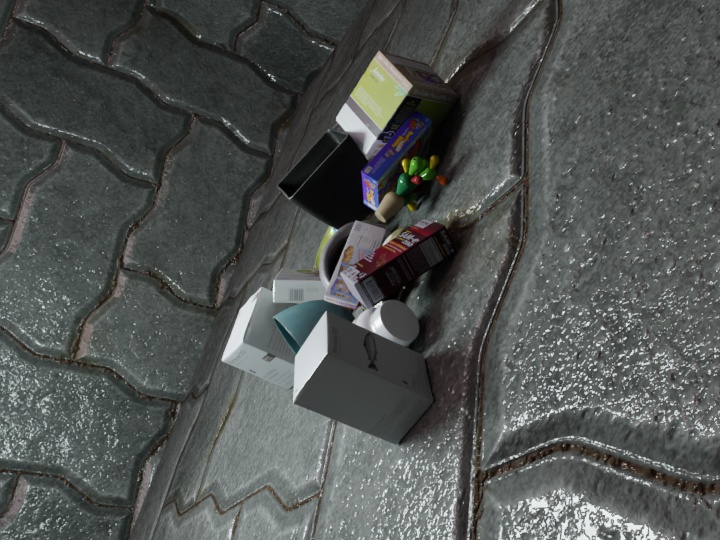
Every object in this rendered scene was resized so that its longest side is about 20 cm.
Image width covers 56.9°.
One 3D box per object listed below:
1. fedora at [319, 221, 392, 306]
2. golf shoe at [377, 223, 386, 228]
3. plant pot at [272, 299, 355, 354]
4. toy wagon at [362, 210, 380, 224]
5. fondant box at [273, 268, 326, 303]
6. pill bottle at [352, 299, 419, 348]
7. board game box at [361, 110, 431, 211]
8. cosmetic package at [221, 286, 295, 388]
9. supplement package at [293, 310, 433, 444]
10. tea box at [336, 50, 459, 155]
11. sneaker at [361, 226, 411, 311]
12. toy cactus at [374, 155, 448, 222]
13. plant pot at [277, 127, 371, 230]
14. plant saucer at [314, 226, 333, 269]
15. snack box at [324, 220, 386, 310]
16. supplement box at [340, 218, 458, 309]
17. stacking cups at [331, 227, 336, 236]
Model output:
[{"bbox_3d":[0.000,0.000,1.461,0.090,0.176,0.201,89,-168,-58],"label":"fedora"},{"bbox_3d":[0.002,-0.059,1.619,0.200,0.075,0.092,-46,22,40],"label":"golf shoe"},{"bbox_3d":[-0.075,0.140,1.423,0.135,0.200,0.200,-37,13,-14],"label":"plant pot"},{"bbox_3d":[0.047,-0.187,1.672,0.155,0.040,0.200,-39,24,19],"label":"toy wagon"},{"bbox_3d":[-0.135,0.036,1.644,0.200,0.144,0.058,-99,10,-81],"label":"fondant box"},{"bbox_3d":[0.019,0.141,1.235,0.200,0.112,0.113,-47,25,42],"label":"pill bottle"},{"bbox_3d":[0.082,-0.243,1.494,0.200,0.045,0.135,-50,-18,-17],"label":"board game box"},{"bbox_3d":[-0.218,0.176,1.702,0.165,0.200,0.165,-40,29,52],"label":"cosmetic package"},{"bbox_3d":[0.002,0.177,1.092,0.117,0.200,0.117,-55,21,26],"label":"supplement package"},{"bbox_3d":[0.088,-0.380,1.553,0.134,0.200,0.197,52,123,22],"label":"tea box"},{"bbox_3d":[0.077,0.010,1.345,0.089,0.077,0.201,22,92,59],"label":"sneaker"},{"bbox_3d":[0.100,-0.166,1.425,0.165,0.102,0.200,-49,1,-12],"label":"toy cactus"},{"bbox_3d":[-0.059,-0.206,1.608,0.200,0.177,0.200,-48,23,1],"label":"plant pot"},{"bbox_3d":[-0.070,-0.083,1.912,0.200,0.031,0.200,-54,20,30],"label":"plant saucer"},{"bbox_3d":[-0.009,-0.014,1.400,0.024,0.072,0.200,95,-165,-59],"label":"snack box"},{"bbox_3d":[0.070,-0.016,1.241,0.200,0.061,0.109,-33,17,-8],"label":"supplement box"},{"bbox_3d":[-0.041,-0.123,1.759,0.061,0.060,0.201,-113,37,-67],"label":"stacking cups"}]
